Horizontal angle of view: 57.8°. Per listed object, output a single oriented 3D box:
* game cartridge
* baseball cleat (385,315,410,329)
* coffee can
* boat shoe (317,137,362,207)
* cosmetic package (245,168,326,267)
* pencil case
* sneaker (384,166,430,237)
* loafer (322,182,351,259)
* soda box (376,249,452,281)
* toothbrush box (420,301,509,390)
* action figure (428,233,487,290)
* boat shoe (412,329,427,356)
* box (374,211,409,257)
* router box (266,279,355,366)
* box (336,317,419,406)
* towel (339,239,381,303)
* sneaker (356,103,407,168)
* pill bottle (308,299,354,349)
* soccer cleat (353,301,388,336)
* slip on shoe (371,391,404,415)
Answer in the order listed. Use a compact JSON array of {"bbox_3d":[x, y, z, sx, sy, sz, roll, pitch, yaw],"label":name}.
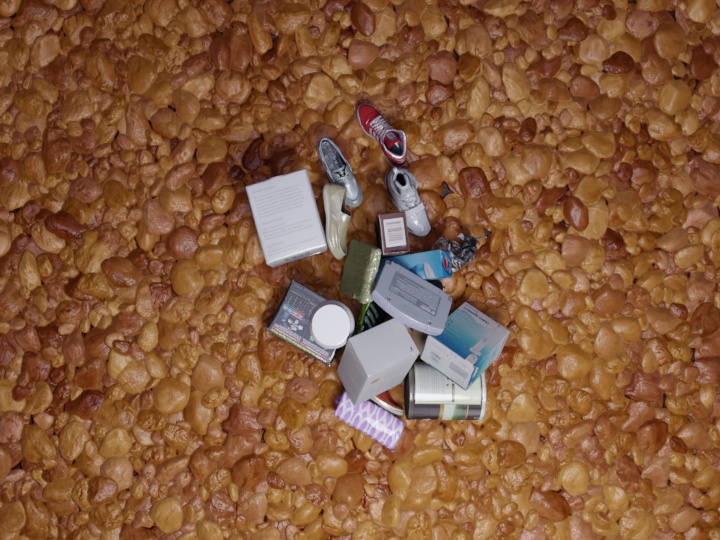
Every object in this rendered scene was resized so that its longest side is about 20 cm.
[{"bbox_3d":[0.125,0.071,1.600,0.197,0.041,0.135,30,45,-3],"label":"game cartridge"},{"bbox_3d":[0.112,0.107,1.705,0.196,0.069,0.109,-28,71,17],"label":"baseball cleat"},{"bbox_3d":[0.215,0.312,1.690,0.193,0.146,0.151,1,87,-1],"label":"coffee can"},{"bbox_3d":[-0.058,-0.263,1.748,0.069,0.072,0.204,-30,89,-3],"label":"boat shoe"},{"bbox_3d":[-0.187,-0.132,1.692,0.163,0.166,0.206,-15,88,-2],"label":"cosmetic package"},{"bbox_3d":[0.024,0.388,1.713,0.197,0.086,0.085,31,91,-1],"label":"pencil case"},{"bbox_3d":[0.127,-0.184,1.728,0.074,0.115,0.204,-28,88,-2],"label":"sneaker"},{"bbox_3d":[-0.056,-0.131,1.724,0.066,0.076,0.206,-5,102,15],"label":"loafer"},{"bbox_3d":[0.136,-0.005,1.686,0.196,0.064,0.070,-9,82,33],"label":"soda box"},{"bbox_3d":[0.267,0.187,1.652,0.145,0.199,0.087,32,130,22],"label":"toothbrush box"},{"bbox_3d":[0.241,-0.040,1.726,0.102,0.119,0.200,44,93,-4],"label":"action figure"},{"bbox_3d":[0.174,0.132,1.738,0.070,0.064,0.206,-16,83,30],"label":"boat shoe"},{"bbox_3d":[0.079,-0.088,1.680,0.073,0.200,0.103,-7,87,0],"label":"box"},{"bbox_3d":[-0.130,0.139,1.732,0.197,0.062,0.153,30,86,0],"label":"router box"},{"bbox_3d":[0.039,0.227,1.617,0.149,0.202,0.108,-21,65,-23],"label":"box"},{"bbox_3d":[0.000,0.000,1.679,0.036,0.199,0.153,11,93,-21],"label":"towel"},{"bbox_3d":[0.061,-0.370,1.736,0.071,0.112,0.202,-36,89,-3],"label":"sneaker"},{"bbox_3d":[-0.070,0.131,1.602,0.112,0.200,0.120,0,88,-2],"label":"pill bottle"},{"bbox_3d":[0.029,0.133,1.738,0.079,0.067,0.206,16,86,-13],"label":"soccer cleat"},{"bbox_3d":[0.041,0.310,1.727,0.199,0.074,0.062,40,84,5],"label":"slip on shoe"}]
